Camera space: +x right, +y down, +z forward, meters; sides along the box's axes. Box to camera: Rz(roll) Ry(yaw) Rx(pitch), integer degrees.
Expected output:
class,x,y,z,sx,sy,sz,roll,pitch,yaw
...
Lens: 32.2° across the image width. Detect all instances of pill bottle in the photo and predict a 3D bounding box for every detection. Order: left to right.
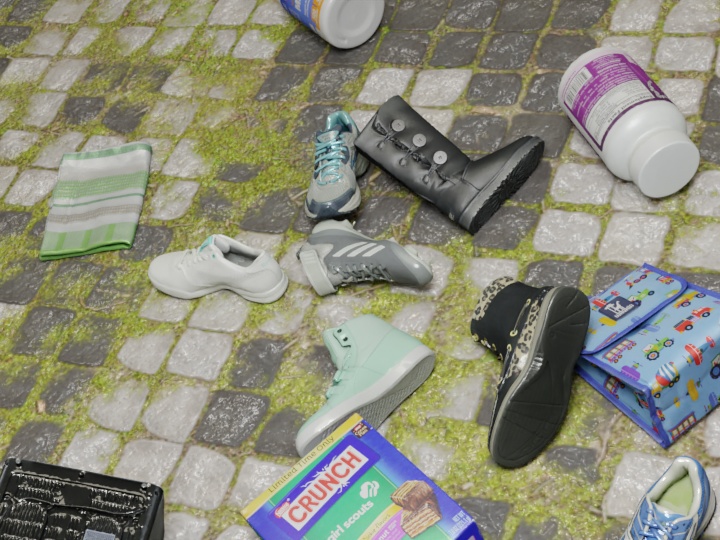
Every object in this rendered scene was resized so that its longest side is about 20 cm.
class,x,y,z,sx,sy,sz,roll,pitch,yaw
pill bottle,-0.062,-0.428,1.904,0.112,0.112,0.200,-36,48,-13
pill bottle,0.336,-0.183,1.554,0.112,0.112,0.200,-25,47,-3

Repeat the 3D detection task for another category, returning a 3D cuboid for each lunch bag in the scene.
class,x,y,z,sx,sy,sz,roll,pitch,yaw
lunch bag,0.313,0.074,1.367,0.150,0.094,0.200,-37,36,-12

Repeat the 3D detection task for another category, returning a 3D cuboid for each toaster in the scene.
class,x,y,z,sx,sy,sz,roll,pitch,yaw
toaster,-0.311,0.314,1.312,0.180,0.119,0.201,9,52,4

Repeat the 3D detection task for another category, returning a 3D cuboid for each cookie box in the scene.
class,x,y,z,sx,sy,sz,roll,pitch,yaw
cookie box,0.002,0.272,1.297,0.171,0.075,0.200,-40,48,-15

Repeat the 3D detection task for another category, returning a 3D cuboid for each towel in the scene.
class,x,y,z,sx,sy,sz,roll,pitch,yaw
towel,-0.382,-0.104,1.801,0.148,0.031,0.201,-10,48,13

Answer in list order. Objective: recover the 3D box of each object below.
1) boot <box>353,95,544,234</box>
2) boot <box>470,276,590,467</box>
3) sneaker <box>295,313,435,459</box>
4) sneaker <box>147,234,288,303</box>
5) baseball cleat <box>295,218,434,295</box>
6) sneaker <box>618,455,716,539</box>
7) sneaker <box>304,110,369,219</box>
class,x,y,z,sx,sy,sz,roll,pitch,yaw
boot,0.114,-0.161,1.612,0.200,0.066,0.165,37,69,23
boot,0.170,0.105,1.387,0.154,0.073,0.204,22,91,66
sneaker,-0.022,0.130,1.431,0.200,0.074,0.118,-37,54,-27
sneaker,-0.193,-0.013,1.611,0.199,0.089,0.075,3,53,23
baseball cleat,0.000,0.000,1.555,0.200,0.070,0.107,23,66,45
sneaker,0.279,0.264,1.203,0.075,0.077,0.200,17,59,29
sneaker,-0.040,-0.140,1.643,0.077,0.087,0.200,-9,33,13
